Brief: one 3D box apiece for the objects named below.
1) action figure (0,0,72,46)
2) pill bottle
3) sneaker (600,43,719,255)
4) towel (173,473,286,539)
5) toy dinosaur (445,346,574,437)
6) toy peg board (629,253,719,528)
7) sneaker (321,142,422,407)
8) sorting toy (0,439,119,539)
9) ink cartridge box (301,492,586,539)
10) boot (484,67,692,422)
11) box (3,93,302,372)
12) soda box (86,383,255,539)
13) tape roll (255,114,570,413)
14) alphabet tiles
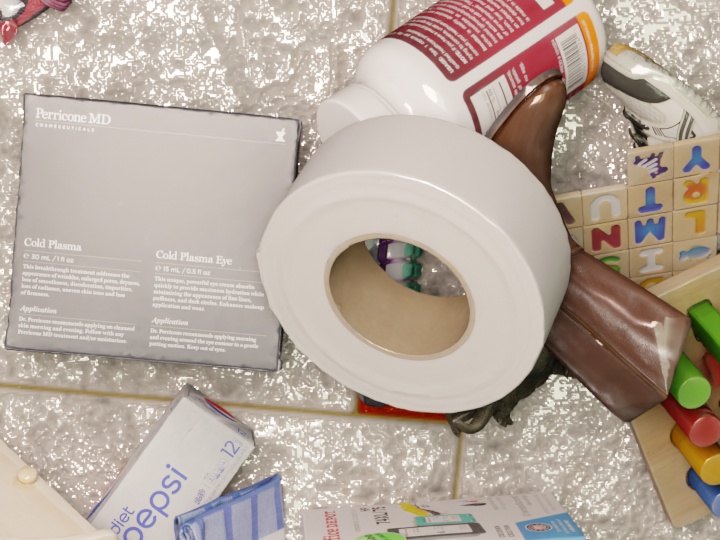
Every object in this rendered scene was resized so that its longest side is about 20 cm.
[{"bbox_3d":[-0.219,-0.256,1.175,0.149,0.134,0.200,8,112,-46],"label":"action figure"},{"bbox_3d":[0.070,-0.135,1.146,0.200,0.113,0.113,-35,96,-22],"label":"pill bottle"},{"bbox_3d":[0.231,-0.082,1.182,0.088,0.076,0.200,-45,121,9],"label":"sneaker"},{"bbox_3d":[-0.083,0.263,1.188,0.024,0.147,0.201,-4,94,27],"label":"towel"},{"bbox_3d":[0.110,0.070,1.187,0.102,0.200,0.077,-47,68,23],"label":"toy dinosaur"},{"bbox_3d":[0.302,0.091,1.183,0.200,0.098,0.200,-25,116,-1],"label":"toy peg board"},{"bbox_3d":[0.000,0.000,1.214,0.087,0.074,0.201,7,87,13],"label":"sneaker"},{"bbox_3d":[-0.271,0.226,1.160,0.107,0.200,0.181,-19,126,-37],"label":"sorting toy"},{"bbox_3d":[0.059,0.256,1.188,0.199,0.147,0.147,-4,95,-4],"label":"ink cartridge box"},{"bbox_3d":[0.160,-0.013,1.094,0.200,0.064,0.187,42,134,25],"label":"boot"},{"bbox_3d":[-0.148,-0.030,1.176,0.199,0.104,0.183,6,95,-4],"label":"box"},{"bbox_3d":[-0.163,0.186,1.212,0.068,0.063,0.200,35,92,-7],"label":"soda box"},{"bbox_3d":[0.035,-0.002,1.076,0.202,0.071,0.203,13,132,15],"label":"tape roll"},{"bbox_3d":[0.230,-0.034,1.185,0.199,0.008,0.167,-10,138,2],"label":"alphabet tiles"}]
